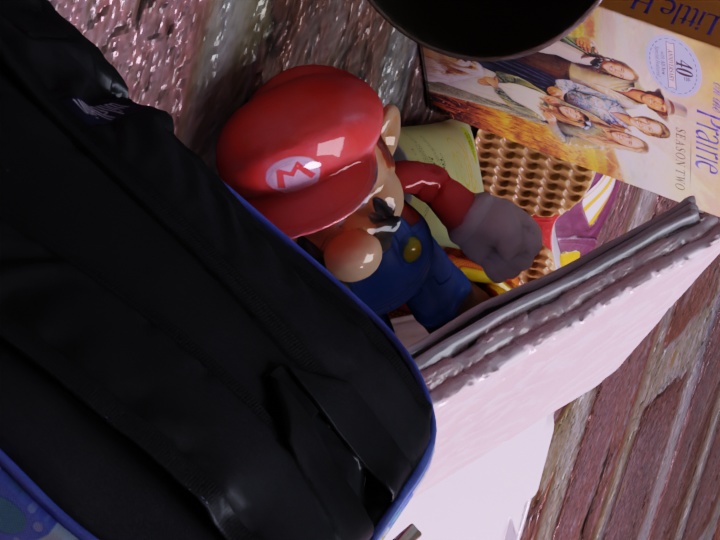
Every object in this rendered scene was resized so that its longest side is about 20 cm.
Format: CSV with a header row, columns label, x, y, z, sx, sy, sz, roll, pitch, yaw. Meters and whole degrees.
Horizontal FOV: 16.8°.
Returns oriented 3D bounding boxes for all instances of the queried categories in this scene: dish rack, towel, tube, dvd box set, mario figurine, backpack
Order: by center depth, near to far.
label,x,y,z,sx,sy,sz,roll,pitch,yaw
backpack,-0.091,0.040,0.676,0.147,0.200,0.183,-56,173,34
mario figurine,0.000,0.000,1.018,0.124,0.106,0.200,-59,149,-17
towel,0.049,0.052,1.055,0.200,0.032,0.191,-27,165,-24
dvd box set,0.120,-0.091,1.144,0.029,0.200,0.146,-61,161,-23
dish rack,0.018,0.103,1.183,0.200,0.044,0.172,-12,125,-37
tube,0.032,-0.043,1.186,0.058,0.052,0.200,-61,165,10

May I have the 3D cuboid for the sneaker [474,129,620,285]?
label,x,y,z,sx,sy,sz,roll,pitch,yaw
sneaker,0.108,-0.064,1.357,0.090,0.075,0.200,-56,167,-32

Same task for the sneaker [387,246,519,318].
label,x,y,z,sx,sy,sz,roll,pitch,yaw
sneaker,0.054,0.024,1.284,0.200,0.077,0.073,-10,118,-71

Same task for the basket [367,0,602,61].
label,x,y,z,sx,sy,sz,roll,pitch,yaw
basket,0.085,-0.213,1.024,0.200,0.136,0.181,-55,162,-46

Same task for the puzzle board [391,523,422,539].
label,x,y,z,sx,sy,sz,roll,pitch,yaw
puzzle board,-0.067,0.180,0.900,0.200,0.017,0.151,-44,178,-46
